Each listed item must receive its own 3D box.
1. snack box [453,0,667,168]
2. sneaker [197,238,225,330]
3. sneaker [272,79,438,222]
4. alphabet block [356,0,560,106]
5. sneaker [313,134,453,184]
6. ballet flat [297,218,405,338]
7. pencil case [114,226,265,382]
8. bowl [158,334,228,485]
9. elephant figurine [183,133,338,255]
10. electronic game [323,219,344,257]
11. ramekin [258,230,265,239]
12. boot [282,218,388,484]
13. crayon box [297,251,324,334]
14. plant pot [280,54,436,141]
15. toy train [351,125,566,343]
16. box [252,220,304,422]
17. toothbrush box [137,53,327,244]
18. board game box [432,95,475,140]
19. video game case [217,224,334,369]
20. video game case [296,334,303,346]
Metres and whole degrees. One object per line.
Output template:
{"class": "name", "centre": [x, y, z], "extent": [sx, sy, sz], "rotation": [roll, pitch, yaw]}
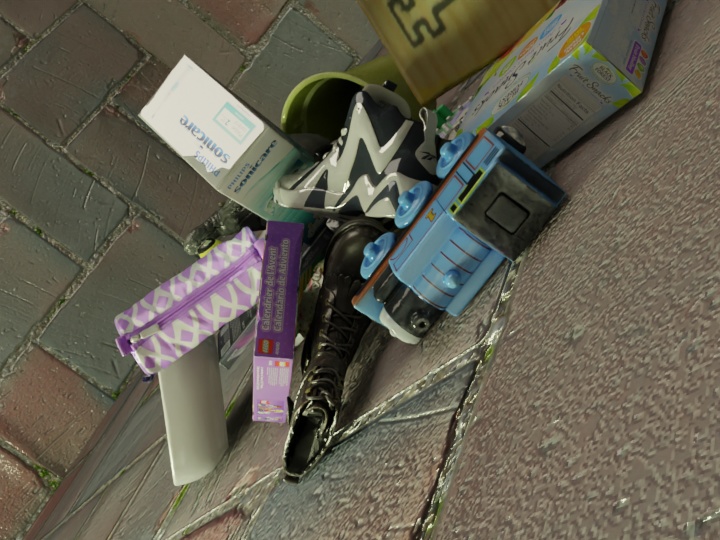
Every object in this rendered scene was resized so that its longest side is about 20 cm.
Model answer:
{"class": "snack box", "centre": [0.172, -0.170, 0.809], "extent": [0.200, 0.067, 0.169], "rotation": [-41, 17, 50]}
{"class": "sneaker", "centre": [-0.177, 0.015, 1.206], "extent": [0.076, 0.076, 0.200], "rotation": [-49, -8, -29]}
{"class": "sneaker", "centre": [-0.001, -0.114, 0.868], "extent": [0.198, 0.079, 0.131], "rotation": [7, 86, 50]}
{"class": "alphabet block", "centre": [0.119, -0.329, 0.982], "extent": [0.196, 0.201, 0.195], "rotation": [-29, 8, 40]}
{"class": "sneaker", "centre": [0.044, -0.106, 0.923], "extent": [0.198, 0.080, 0.076], "rotation": [-10, 42, 21]}
{"class": "ballet flat", "centre": [0.000, 0.000, 0.970], "extent": [0.201, 0.075, 0.064], "rotation": [-54, 19, 7]}
{"class": "pencil case", "centre": [-0.182, 0.033, 1.014], "extent": [0.199, 0.084, 0.086], "rotation": [-37, -14, -5]}
{"class": "bowl", "centre": [-0.212, 0.157, 1.150], "extent": [0.200, 0.074, 0.202], "rotation": [-164, 68, -79]}
{"class": "elephant figurine", "centre": [-0.118, -0.098, 1.196], "extent": [0.200, 0.141, 0.156], "rotation": [-37, -34, -46]}
{"class": "electronic game", "centre": [-0.002, -0.085, 1.084], "extent": [0.200, 0.041, 0.202], "rotation": [-165, 90, -75]}
{"class": "ramekin", "centre": [-0.089, -0.053, 1.398], "extent": [0.203, 0.094, 0.203], "rotation": [-50, 12, 14]}
{"class": "boot", "centre": [-0.021, 0.072, 0.817], "extent": [0.175, 0.069, 0.202], "rotation": [-78, 4, -62]}
{"class": "crayon box", "centre": [-0.085, 0.019, 1.196], "extent": [0.126, 0.051, 0.201], "rotation": [-34, 23, 56]}
{"class": "plant pot", "centre": [0.018, -0.216, 1.300], "extent": [0.200, 0.200, 0.184], "rotation": [-41, 4, 42]}
{"class": "toy train", "centre": [0.072, -0.026, 0.739], "extent": [0.201, 0.086, 0.114], "rotation": [-52, 20, 13]}
{"class": "box", "centre": [-0.084, 0.058, 0.912], "extent": [0.200, 0.039, 0.138], "rotation": [104, 169, -63]}
{"class": "toothbrush box", "centre": [-0.121, -0.125, 0.986], "extent": [0.086, 0.146, 0.200], "rotation": [-51, -28, 5]}
{"class": "board game box", "centre": [0.109, -0.162, 1.085], "extent": [0.200, 0.026, 0.201], "rotation": [-29, 25, 54]}
{"class": "video game case", "centre": [-0.107, 0.020, 1.110], "extent": [0.200, 0.019, 0.143], "rotation": [-51, 13, 2]}
{"class": "video game case", "centre": [-0.016, -0.005, 1.168], "extent": [0.200, 0.018, 0.144], "rotation": [-45, 13, 31]}
